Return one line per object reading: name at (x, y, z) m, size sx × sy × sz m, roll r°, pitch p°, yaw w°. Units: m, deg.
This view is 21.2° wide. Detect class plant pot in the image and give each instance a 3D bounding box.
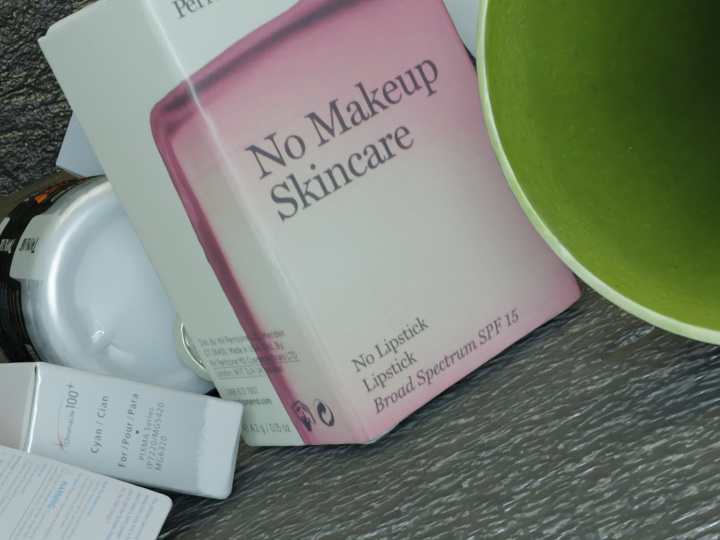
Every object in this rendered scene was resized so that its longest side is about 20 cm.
plant pot at (0.163, -0.078, 0.677) m, size 0.187 × 0.188 × 0.200 m, roll -21°, pitch -3°, yaw 26°

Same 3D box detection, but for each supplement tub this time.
supplement tub at (-0.133, 0.010, 1.022) m, size 0.122 × 0.123 × 0.200 m, roll -30°, pitch 11°, yaw -18°

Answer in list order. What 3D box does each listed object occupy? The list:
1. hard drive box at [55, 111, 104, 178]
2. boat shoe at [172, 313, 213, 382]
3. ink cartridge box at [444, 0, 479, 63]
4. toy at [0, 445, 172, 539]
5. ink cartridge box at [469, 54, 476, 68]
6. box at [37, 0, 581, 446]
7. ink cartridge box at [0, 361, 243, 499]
hard drive box at (-0.076, -0.080, 1.178) m, size 0.200 × 0.155 × 0.077 m, roll -51°, pitch -17°, yaw -76°
boat shoe at (0.000, 0.000, 0.940) m, size 0.200 × 0.072 × 0.068 m, roll -30°, pitch -7°, yaw -14°
ink cartridge box at (0.110, -0.172, 0.982) m, size 0.162 × 0.057 × 0.200 m, roll -39°, pitch 34°, yaw 9°
toy at (-0.177, 0.095, 0.651) m, size 0.199 × 0.047 × 0.115 m, roll 19°, pitch 32°, yaw 2°
ink cartridge box at (0.114, -0.126, 1.045) m, size 0.200 × 0.087 × 0.146 m, roll -22°, pitch 44°, yaw 31°
box at (-0.020, -0.043, 0.796) m, size 0.128 × 0.201 × 0.109 m, roll -32°, pitch 11°, yaw -28°
ink cartridge box at (-0.171, 0.062, 0.820) m, size 0.176 × 0.045 × 0.200 m, roll 13°, pitch -10°, yaw -28°
